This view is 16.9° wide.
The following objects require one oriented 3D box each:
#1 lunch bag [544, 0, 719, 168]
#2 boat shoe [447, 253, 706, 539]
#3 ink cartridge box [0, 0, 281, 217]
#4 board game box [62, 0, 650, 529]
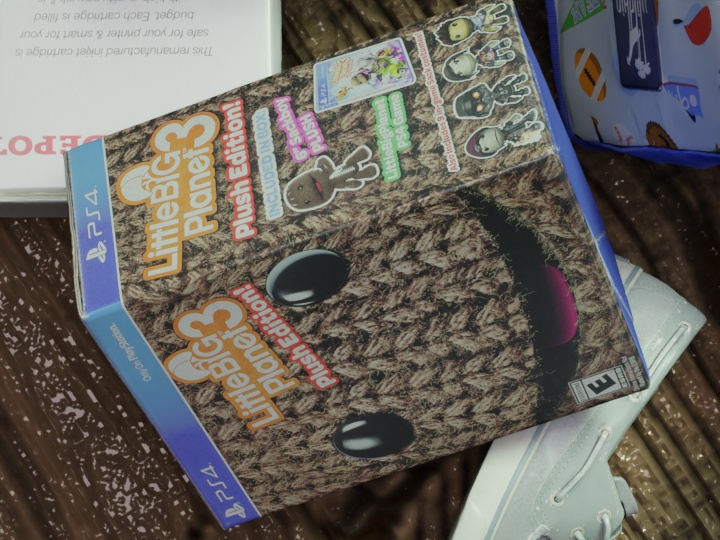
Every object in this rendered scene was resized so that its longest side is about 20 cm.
[{"bbox_3d":[0.169,-0.140,1.050,0.124,0.170,0.200,24,85,-25],"label":"lunch bag"},{"bbox_3d":[0.093,0.091,1.088,0.071,0.070,0.201,27,81,7],"label":"boat shoe"},{"bbox_3d":[-0.108,-0.125,1.095,0.145,0.088,0.200,-1,83,-1],"label":"ink cartridge box"},{"bbox_3d":[0.000,0.000,1.020,0.200,0.159,0.097,-19,47,9],"label":"board game box"}]
